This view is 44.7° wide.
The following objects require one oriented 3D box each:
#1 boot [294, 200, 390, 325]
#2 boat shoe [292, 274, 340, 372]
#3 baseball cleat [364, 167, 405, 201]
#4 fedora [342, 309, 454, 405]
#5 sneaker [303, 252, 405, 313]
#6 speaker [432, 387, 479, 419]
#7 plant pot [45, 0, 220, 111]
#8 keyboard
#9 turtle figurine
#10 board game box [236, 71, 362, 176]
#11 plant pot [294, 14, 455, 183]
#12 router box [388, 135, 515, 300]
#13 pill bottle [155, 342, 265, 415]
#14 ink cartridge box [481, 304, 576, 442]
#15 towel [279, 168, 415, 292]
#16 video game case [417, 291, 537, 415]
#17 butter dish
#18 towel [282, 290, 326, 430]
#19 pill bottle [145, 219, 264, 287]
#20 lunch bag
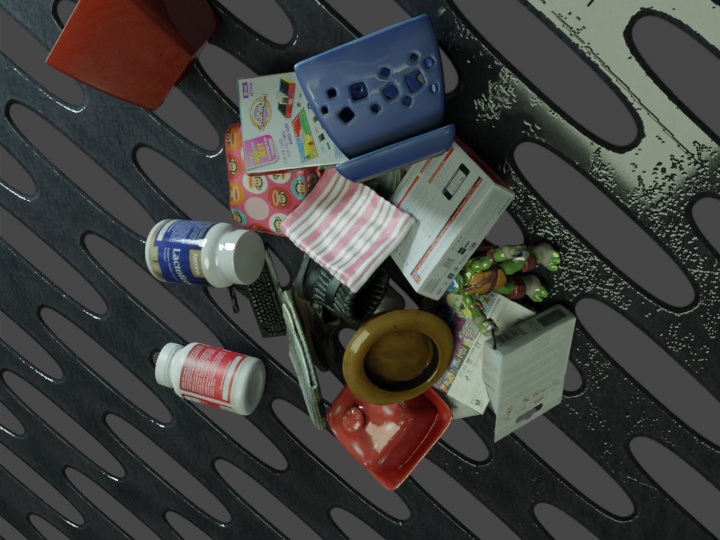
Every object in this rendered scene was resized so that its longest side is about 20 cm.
[{"bbox_3d":[-0.015,-0.028,1.405,0.157,0.079,0.214,16,91,51],"label":"boot"},{"bbox_3d":[-0.068,0.096,1.590,0.065,0.072,0.203,-9,116,16],"label":"boat shoe"},{"bbox_3d":[0.029,-0.181,1.400,0.105,0.070,0.202,10,120,17],"label":"baseball cleat"},{"bbox_3d":[0.054,0.126,1.426,0.198,0.082,0.202,-11,126,-15],"label":"fedora"},{"bbox_3d":[0.000,0.000,1.512,0.199,0.076,0.092,33,120,1],"label":"sneaker"},{"bbox_3d":[0.124,0.237,1.584,0.198,0.081,0.082,-17,110,29],"label":"speaker"},{"bbox_3d":[-0.339,-0.377,1.381,0.176,0.201,0.200,37,126,-14],"label":"plant pot"},{"bbox_3d":[-0.205,0.038,1.647,0.126,0.021,0.202,-6,114,25],"label":"keyboard"},{"bbox_3d":[0.232,0.030,1.343,0.199,0.192,0.146,4,102,55],"label":"turtle figurine"},{"bbox_3d":[-0.088,-0.234,1.372,0.197,0.040,0.155,-4,89,9],"label":"board game box"},{"bbox_3d":[0.035,-0.231,1.240,0.198,0.200,0.182,-18,94,6],"label":"plant pot"},{"bbox_3d":[0.119,-0.089,1.327,0.049,0.180,0.201,19,115,-37],"label":"router box"},{"bbox_3d":[-0.295,0.207,1.721,0.198,0.112,0.113,13,121,15],"label":"pill bottle"},{"bbox_3d":[0.273,0.170,1.449,0.057,0.161,0.202,45,148,38],"label":"ink cartridge box"},{"bbox_3d":[-0.025,-0.071,1.367,0.200,0.030,0.147,38,89,36],"label":"towel"},{"bbox_3d":[0.174,0.112,1.476,0.180,0.036,0.202,28,104,11],"label":"video game case"},{"bbox_3d":[0.021,0.255,1.513,0.200,0.147,0.200,45,108,26],"label":"butter dish"},{"bbox_3d":[-0.104,0.160,1.547,0.034,0.202,0.193,-15,150,-7],"label":"towel"},{"bbox_3d":[-0.276,-0.030,1.566,0.198,0.116,0.117,4,119,30],"label":"pill bottle"},{"bbox_3d":[-0.134,-0.158,1.472,0.174,0.082,0.202,11,120,16],"label":"lunch bag"}]
